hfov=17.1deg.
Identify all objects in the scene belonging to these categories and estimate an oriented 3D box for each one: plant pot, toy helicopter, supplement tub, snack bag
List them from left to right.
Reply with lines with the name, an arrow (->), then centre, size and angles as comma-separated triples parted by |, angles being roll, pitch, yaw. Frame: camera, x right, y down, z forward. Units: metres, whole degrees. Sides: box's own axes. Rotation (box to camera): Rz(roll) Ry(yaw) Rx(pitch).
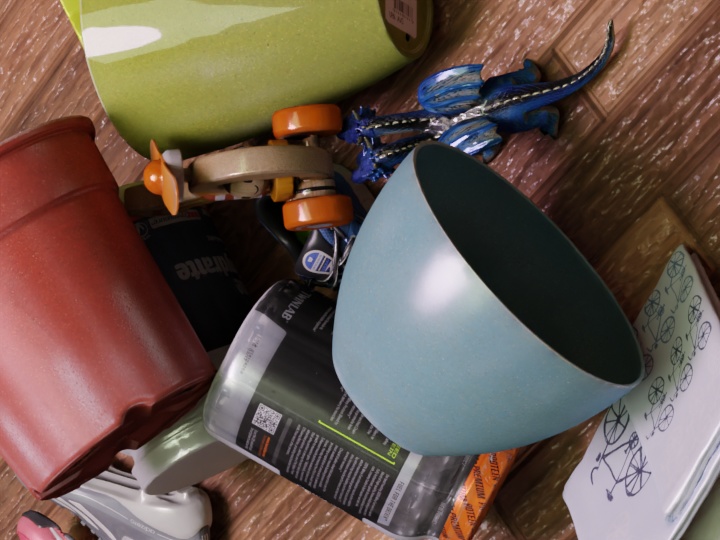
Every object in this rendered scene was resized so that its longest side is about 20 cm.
plant pot -> -0.209, 0.034, 1.610 | 0.201, 0.200, 0.196 | -41, 81, 36
supplement tub -> -0.144, 0.047, 1.751 | 0.140, 0.140, 0.201 | -37, 74, 37
toy helicopter -> -0.105, -0.057, 1.618 | 0.200, 0.132, 0.079 | -12, 84, 52
plant pot -> -0.058, -0.176, 1.638 | 0.199, 0.187, 0.188 | -5, 94, 25
supplement tub -> 0.005, 0.102, 1.617 | 0.199, 0.123, 0.123 | 29, 117, 8
plant pot -> 0.061, 0.038, 1.499 | 0.135, 0.200, 0.200 | -44, 68, 20
snack bag -> 0.178, 0.107, 1.487 | 0.189, 0.021, 0.201 | -101, 33, -62

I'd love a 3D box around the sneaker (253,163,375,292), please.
sneaker -> 0.000, 0.000, 1.655 | 0.200, 0.089, 0.079 | 37, 120, 29

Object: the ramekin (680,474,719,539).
ramekin -> 0.273, 0.186, 1.447 | 0.199, 0.097, 0.201 | 8, 102, 39

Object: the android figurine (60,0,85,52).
android figurine -> -0.187, -0.183, 1.731 | 0.041, 0.200, 0.183 | -25, 78, -2

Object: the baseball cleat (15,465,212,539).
baseball cleat -> -0.197, 0.197, 1.867 | 0.199, 0.070, 0.107 | 12, 109, 41

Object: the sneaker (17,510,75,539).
sneaker -> -0.237, 0.288, 1.876 | 0.201, 0.086, 0.074 | 66, 161, 2

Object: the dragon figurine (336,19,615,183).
dragon figurine -> 0.076, -0.104, 1.568 | 0.199, 0.099, 0.059 | -19, 85, 40
